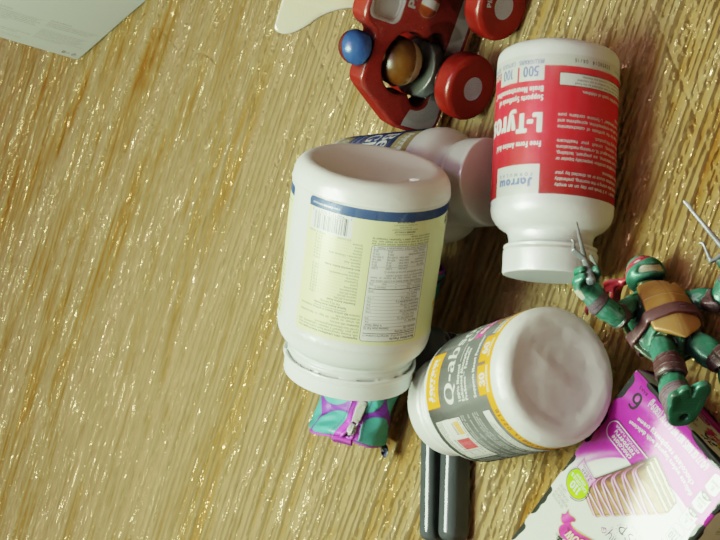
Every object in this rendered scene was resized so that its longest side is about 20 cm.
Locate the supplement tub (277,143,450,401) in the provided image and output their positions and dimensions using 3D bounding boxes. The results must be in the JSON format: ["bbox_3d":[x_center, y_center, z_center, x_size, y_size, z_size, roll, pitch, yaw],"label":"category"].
[{"bbox_3d":[0.000,0.000,1.282,0.144,0.143,0.203,30,119,47],"label":"supplement tub"}]

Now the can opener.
[{"bbox_3d":[0.070,0.156,1.356,0.053,0.066,0.203,-9,75,47],"label":"can opener"}]

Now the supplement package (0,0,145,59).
[{"bbox_3d":[-0.415,-0.415,1.924,0.199,0.190,0.149,-28,63,40],"label":"supplement package"}]

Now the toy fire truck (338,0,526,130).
[{"bbox_3d":[0.054,-0.240,1.381,0.112,0.166,0.202,33,106,46],"label":"toy fire truck"}]

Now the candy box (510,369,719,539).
[{"bbox_3d":[0.227,0.203,1.175,0.201,0.060,0.137,-59,45,22],"label":"candy box"}]

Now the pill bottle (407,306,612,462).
[{"bbox_3d":[0.123,0.105,1.241,0.200,0.115,0.118,152,120,-63],"label":"pill bottle"}]

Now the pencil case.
[{"bbox_3d":[0.018,0.078,1.413,0.092,0.084,0.203,-104,32,-79],"label":"pencil case"}]

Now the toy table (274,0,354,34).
[{"bbox_3d":[-0.008,-0.324,1.470,0.184,0.116,0.203,116,172,-87],"label":"toy table"}]

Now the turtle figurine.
[{"bbox_3d":[0.254,0.033,1.156,0.148,0.101,0.201,-18,48,-3],"label":"turtle figurine"}]

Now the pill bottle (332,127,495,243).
[{"bbox_3d":[0.054,-0.082,1.391,0.198,0.110,0.113,-1,81,48],"label":"pill bottle"}]

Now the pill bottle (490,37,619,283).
[{"bbox_3d":[0.172,-0.094,1.261,0.111,0.111,0.203,-5,78,47],"label":"pill bottle"}]
